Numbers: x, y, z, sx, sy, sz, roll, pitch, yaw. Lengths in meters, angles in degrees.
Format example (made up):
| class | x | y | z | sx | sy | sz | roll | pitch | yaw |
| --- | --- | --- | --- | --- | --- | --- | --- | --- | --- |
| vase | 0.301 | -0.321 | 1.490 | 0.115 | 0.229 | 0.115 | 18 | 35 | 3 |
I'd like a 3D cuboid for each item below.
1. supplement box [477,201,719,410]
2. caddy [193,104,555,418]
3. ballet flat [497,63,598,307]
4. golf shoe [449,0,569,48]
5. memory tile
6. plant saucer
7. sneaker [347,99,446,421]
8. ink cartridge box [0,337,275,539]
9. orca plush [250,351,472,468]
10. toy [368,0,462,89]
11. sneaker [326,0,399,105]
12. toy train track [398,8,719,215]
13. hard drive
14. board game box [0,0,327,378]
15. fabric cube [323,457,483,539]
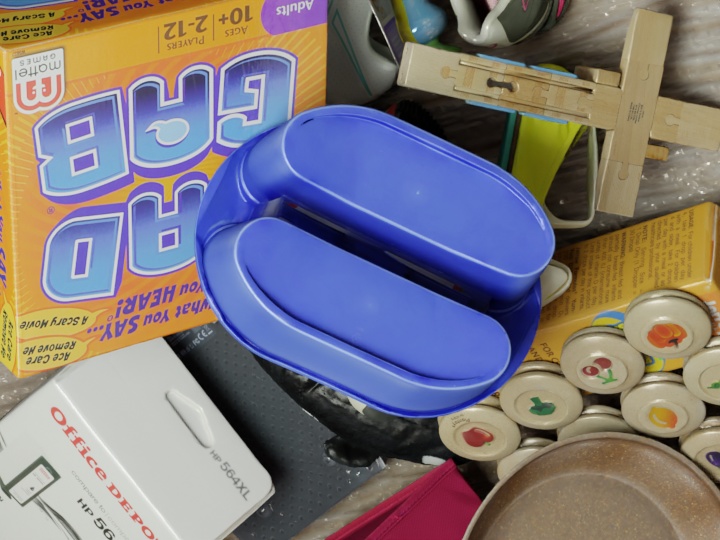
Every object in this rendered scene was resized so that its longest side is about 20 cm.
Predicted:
| class | x | y | z | sx | sy | sz | roll | pitch | yaw |
| --- | --- | --- | --- | --- | --- | --- | --- | --- | --- |
| supplement box | 0.132 | 0.028 | 1.531 | 0.200 | 0.069 | 0.067 | -20 | 130 | 27 |
| caddy | 0.009 | -0.005 | 1.414 | 0.200 | 0.105 | 0.142 | 25 | 76 | -7 |
| ballet flat | 0.096 | -0.022 | 1.500 | 0.067 | 0.067 | 0.200 | 18 | 79 | -1 |
| golf shoe | 0.069 | -0.223 | 1.463 | 0.077 | 0.088 | 0.200 | -9 | 104 | 28 |
| memory tile | 0.159 | 0.091 | 1.534 | 0.153 | 0.017 | 0.200 | 37 | 131 | -26 |
| plant saucer | 0.135 | 0.194 | 1.527 | 0.201 | 0.200 | 0.037 | 66 | 159 | -9 |
| sneaker | 0.000 | -0.001 | 1.547 | 0.093 | 0.070 | 0.200 | -13 | 63 | 35 |
| ink cartridge box | -0.166 | 0.135 | 1.665 | 0.146 | 0.084 | 0.200 | 51 | 143 | -1 |
| orca plush | -0.002 | 0.055 | 1.582 | 0.105 | 0.071 | 0.200 | -43 | 96 | -5 |
| toy | 0.014 | -0.210 | 1.480 | 0.047 | 0.115 | 0.200 | -17 | 101 | 15 |
| sneaker | -0.030 | -0.189 | 1.538 | 0.080 | 0.070 | 0.200 | -13 | 106 | 10 |
| toy train track | 0.111 | -0.098 | 1.464 | 0.200 | 0.033 | 0.115 | 10 | 94 | -24 |
| hard drive | -0.082 | 0.073 | 1.665 | 0.135 | 0.042 | 0.200 | -40 | 91 | 30 |
| board game box | -0.154 | -0.092 | 1.490 | 0.200 | 0.200 | 0.200 | 37 | 135 | 47 |
| fabric cube | 0.012 | 0.272 | 1.590 | 0.199 | 0.200 | 0.196 | 51 | 135 | 0 |
